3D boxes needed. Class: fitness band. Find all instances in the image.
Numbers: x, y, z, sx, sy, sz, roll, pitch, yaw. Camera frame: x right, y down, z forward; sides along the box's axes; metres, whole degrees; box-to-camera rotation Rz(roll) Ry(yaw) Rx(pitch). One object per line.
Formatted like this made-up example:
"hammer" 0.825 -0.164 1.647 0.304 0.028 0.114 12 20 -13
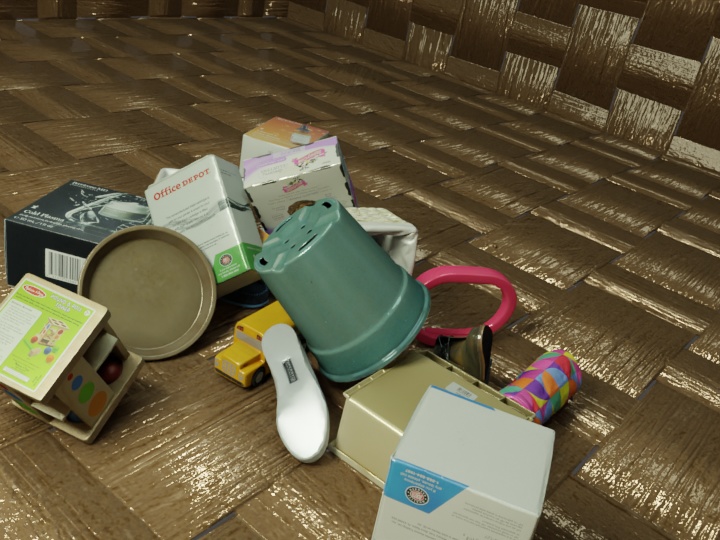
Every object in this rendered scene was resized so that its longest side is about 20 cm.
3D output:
"fitness band" 0.167 0.060 1.219 0.198 0.145 0.037 2 27 -18

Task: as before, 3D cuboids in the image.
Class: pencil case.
"pencil case" 0.261 0.187 1.090 0.088 0.089 0.199 29 29 29

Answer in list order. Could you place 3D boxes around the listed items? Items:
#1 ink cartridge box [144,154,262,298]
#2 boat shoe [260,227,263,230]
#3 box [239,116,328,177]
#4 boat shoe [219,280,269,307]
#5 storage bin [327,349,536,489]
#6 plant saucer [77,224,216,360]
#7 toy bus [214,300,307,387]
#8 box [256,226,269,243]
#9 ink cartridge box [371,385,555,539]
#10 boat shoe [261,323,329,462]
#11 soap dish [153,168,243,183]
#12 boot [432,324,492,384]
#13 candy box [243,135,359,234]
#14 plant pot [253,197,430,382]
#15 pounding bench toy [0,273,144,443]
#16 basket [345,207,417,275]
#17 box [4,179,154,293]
"ink cartridge box" -0.248 -0.064 1.177 0.146 0.201 0.083 -22 -12 18
"boat shoe" -0.105 -0.057 1.389 0.198 0.066 0.074 17 28 7
"box" -0.184 -0.286 1.774 0.151 0.107 0.200 17 28 10
"boat shoe" -0.242 -0.001 1.254 0.199 0.069 0.084 24 30 21
"storage bin" 0.100 0.212 0.965 0.199 0.094 0.198 28 31 30
"plant saucer" -0.314 0.033 1.077 0.198 0.202 0.029 -1 -9 -24
"toy bus" -0.131 0.099 1.101 0.065 0.079 0.200 25 30 24
"box" -0.202 -0.045 1.295 0.041 0.119 0.199 -43 48 -19
"ink cartridge box" 0.099 0.259 0.760 0.146 0.201 0.145 18 26 13
"boat shoe" -0.084 0.171 0.990 0.070 0.070 0.201 -25 57 1
"soap dish" -0.320 -0.135 1.464 0.198 0.082 0.158 7 28 -10
"boot" 0.143 0.130 1.071 0.096 0.200 0.075 9 63 14
"candy box" -0.093 -0.119 1.259 0.166 0.201 0.072 -13 51 5
"plant pot" -0.035 0.018 1.028 0.196 0.199 0.201 51 20 -26
"pounding bench toy" -0.397 0.101 0.896 0.199 0.156 0.125 20 61 16
"basket" 0.000 0.000 1.218 0.135 0.202 0.123 -1 23 -24
"box" -0.441 -0.044 1.204 0.198 0.125 0.197 14 26 4
